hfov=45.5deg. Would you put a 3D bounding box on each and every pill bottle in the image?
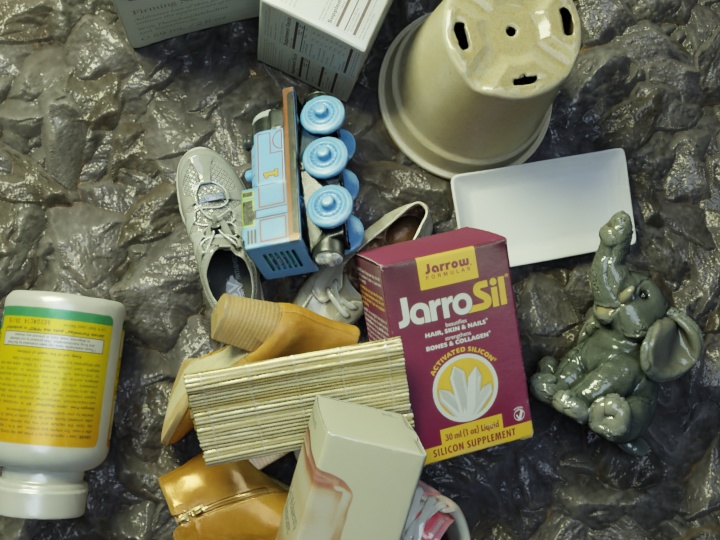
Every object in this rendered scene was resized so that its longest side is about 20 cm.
[{"bbox_3d":[-0.289,0.125,0.807,0.112,0.113,0.201,6,82,-6],"label":"pill bottle"}]

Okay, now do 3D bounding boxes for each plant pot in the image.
[{"bbox_3d":[0.128,-0.208,0.869,0.199,0.183,0.202,1,83,-7],"label":"plant pot"}]

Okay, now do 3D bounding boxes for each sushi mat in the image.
[{"bbox_3d":[-0.054,0.119,0.767,0.199,0.012,0.096,-10,114,2],"label":"sushi mat"}]

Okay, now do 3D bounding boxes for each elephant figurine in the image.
[{"bbox_3d":[0.272,0.069,0.871,0.141,0.155,0.201,29,88,20],"label":"elephant figurine"}]

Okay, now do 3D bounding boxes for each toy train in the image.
[{"bbox_3d":[-0.061,-0.090,0.858,0.114,0.087,0.201,-9,63,7],"label":"toy train"}]

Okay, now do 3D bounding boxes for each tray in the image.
[{"bbox_3d":[0.198,-0.065,0.934,0.199,0.022,0.108,-10,96,-9],"label":"tray"}]

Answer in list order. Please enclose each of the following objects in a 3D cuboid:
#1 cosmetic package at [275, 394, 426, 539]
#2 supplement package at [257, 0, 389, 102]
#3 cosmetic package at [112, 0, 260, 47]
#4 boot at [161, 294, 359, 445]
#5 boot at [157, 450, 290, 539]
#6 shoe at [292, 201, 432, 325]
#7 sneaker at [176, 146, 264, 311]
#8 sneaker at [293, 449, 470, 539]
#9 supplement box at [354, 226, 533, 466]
[{"bbox_3d":[-0.020,0.221,0.726,0.087,0.103,0.201,15,96,-10],"label":"cosmetic package"},{"bbox_3d":[-0.015,-0.304,0.877,0.110,0.156,0.201,25,80,-4],"label":"supplement package"},{"bbox_3d":[-0.183,-0.348,0.840,0.167,0.200,0.167,-17,85,-8],"label":"cosmetic package"},{"bbox_3d":[-0.097,0.113,0.823,0.143,0.071,0.202,20,124,-21],"label":"boot"},{"bbox_3d":[-0.100,0.260,0.838,0.144,0.071,0.202,-29,79,-9],"label":"boot"},{"bbox_3d":[0.000,0.000,0.890,0.070,0.053,0.200,45,79,0],"label":"shoe"},{"bbox_3d":[-0.134,-0.033,0.863,0.074,0.082,0.201,-17,85,-9],"label":"sneaker"},{"bbox_3d":[0.030,0.212,0.812,0.200,0.105,0.075,47,69,-19],"label":"sneaker"},{"bbox_3d":[0.081,0.071,0.838,0.130,0.103,0.201,-13,101,-12],"label":"supplement box"}]
